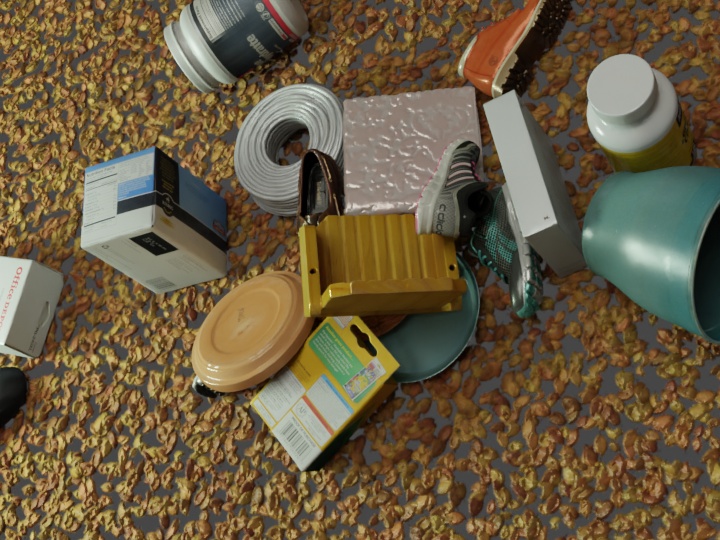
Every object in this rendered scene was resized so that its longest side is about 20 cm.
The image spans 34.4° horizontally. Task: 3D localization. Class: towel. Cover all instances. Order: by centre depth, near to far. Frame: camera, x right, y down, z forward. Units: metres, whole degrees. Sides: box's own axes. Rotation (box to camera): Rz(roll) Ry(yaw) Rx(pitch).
[{"bbox_3d":[0.073,-0.163,1.636,0.197,0.032,0.194,-4,66,5],"label":"towel"}]

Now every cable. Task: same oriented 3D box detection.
[{"bbox_3d":[-0.096,-0.181,1.736,0.198,0.069,0.202,16,78,31],"label":"cable"}]

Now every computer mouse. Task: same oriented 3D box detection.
[{"bbox_3d":[-0.607,0.234,1.838,0.138,0.053,0.201,38,89,34],"label":"computer mouse"}]

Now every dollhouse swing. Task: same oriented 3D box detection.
[{"bbox_3d":[0.030,-0.022,1.469,0.197,0.176,0.184,-2,66,-8],"label":"dollhouse swing"}]

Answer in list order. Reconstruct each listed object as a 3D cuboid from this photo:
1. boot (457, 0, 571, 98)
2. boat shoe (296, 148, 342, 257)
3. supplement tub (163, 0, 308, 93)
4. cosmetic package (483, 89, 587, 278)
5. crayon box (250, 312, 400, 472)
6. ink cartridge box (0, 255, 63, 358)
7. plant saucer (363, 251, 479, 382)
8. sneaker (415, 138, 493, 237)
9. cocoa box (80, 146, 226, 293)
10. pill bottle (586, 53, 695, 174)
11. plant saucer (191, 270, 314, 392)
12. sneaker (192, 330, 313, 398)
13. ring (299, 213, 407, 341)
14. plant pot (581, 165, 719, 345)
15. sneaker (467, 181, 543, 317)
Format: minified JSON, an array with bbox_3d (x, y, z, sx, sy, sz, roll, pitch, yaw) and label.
[{"bbox_3d":[0.217,-0.340,1.644,0.107,0.075,0.201,32,87,38],"label":"boot"},{"bbox_3d":[-0.059,-0.068,1.611,0.069,0.070,0.203,-11,74,14],"label":"boat shoe"},{"bbox_3d":[-0.194,-0.384,1.826,0.199,0.140,0.141,-32,59,12],"label":"supplement tub"},{"bbox_3d":[0.228,-0.110,1.497,0.051,0.151,0.202,-22,61,17],"label":"cosmetic package"},{"bbox_3d":[-0.039,0.154,1.557,0.200,0.051,0.126,-48,66,14],"label":"crayon box"},{"bbox_3d":[-0.598,0.052,1.888,0.198,0.083,0.147,6,73,29],"label":"ink cartridge box"},{"bbox_3d":[0.072,0.058,1.581,0.198,0.027,0.203,-10,67,23],"label":"plant saucer"},{"bbox_3d":[0.135,-0.102,1.519,0.086,0.074,0.201,16,37,11],"label":"sneaker"},{"bbox_3d":[-0.300,-0.071,1.718,0.132,0.200,0.133,-14,64,22],"label":"cocoa box"},{"bbox_3d":[0.344,-0.182,1.437,0.111,0.200,0.114,-10,66,23],"label":"pill bottle"},{"bbox_3d":[-0.152,0.078,1.612,0.198,0.032,0.202,-23,38,19],"label":"plant saucer"},{"bbox_3d":[-0.152,0.112,1.651,0.198,0.075,0.082,-19,54,18],"label":"sneaker"},{"bbox_3d":[0.000,0.000,1.615,0.198,0.019,0.203,-10,67,23],"label":"ring"},{"bbox_3d":[0.374,-0.034,1.380,0.187,0.199,0.202,20,79,47],"label":"plant pot"},{"bbox_3d":[0.186,-0.023,1.529,0.090,0.078,0.202,-16,56,17],"label":"sneaker"}]
